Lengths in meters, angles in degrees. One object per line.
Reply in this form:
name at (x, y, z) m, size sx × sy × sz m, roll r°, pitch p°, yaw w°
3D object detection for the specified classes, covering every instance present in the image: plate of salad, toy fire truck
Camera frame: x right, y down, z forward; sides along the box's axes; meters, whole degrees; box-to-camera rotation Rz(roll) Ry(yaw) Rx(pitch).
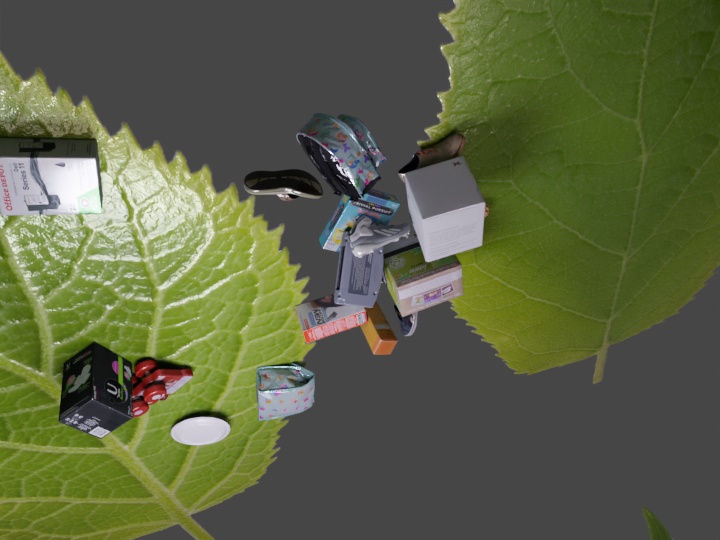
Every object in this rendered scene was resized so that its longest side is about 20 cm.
plate of salad at (-0.556, 0.552, 1.976) m, size 0.199 × 0.048 × 0.201 m, roll -7°, pitch 139°, yaw -6°
toy fire truck at (-0.631, 0.365, 1.739) m, size 0.200 × 0.112 × 0.168 m, roll -40°, pitch 152°, yaw 16°

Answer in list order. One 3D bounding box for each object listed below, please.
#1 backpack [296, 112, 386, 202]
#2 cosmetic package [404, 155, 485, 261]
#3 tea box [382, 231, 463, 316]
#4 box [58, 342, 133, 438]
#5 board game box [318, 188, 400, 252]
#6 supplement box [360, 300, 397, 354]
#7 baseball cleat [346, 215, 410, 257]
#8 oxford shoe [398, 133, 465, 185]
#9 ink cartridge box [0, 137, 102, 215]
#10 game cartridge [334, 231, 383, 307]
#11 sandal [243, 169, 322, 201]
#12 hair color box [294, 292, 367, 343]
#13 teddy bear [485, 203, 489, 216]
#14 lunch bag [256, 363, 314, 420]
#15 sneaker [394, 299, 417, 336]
backpack at (-0.049, -0.283, 1.343) m, size 0.151 × 0.177 × 0.200 m, roll -52°, pitch 129°, yaw -5°
cosmetic package at (0.223, -0.160, 1.503) m, size 0.166 × 0.168 × 0.200 m, roll -16°, pitch 148°, yaw 0°
tea box at (0.175, 0.000, 1.683) m, size 0.199 × 0.197 × 0.134 m, roll -20°, pitch 135°, yaw -6°
box at (-0.735, 0.336, 1.587) m, size 0.124 × 0.200 × 0.149 m, roll -32°, pitch 136°, yaw 9°
board game box at (-0.004, -0.135, 1.586) m, size 0.150 × 0.047 × 0.200 m, roll 12°, pitch 125°, yaw -32°
supplement box at (0.043, 0.169, 1.778) m, size 0.069 × 0.200 × 0.067 m, roll 2°, pitch 129°, yaw -30°
baseball cleat at (0.052, -0.112, 1.550) m, size 0.200 × 0.070 × 0.107 m, roll -29°, pitch 99°, yaw -33°
oxford shoe at (0.188, -0.298, 1.505) m, size 0.200 × 0.071 × 0.075 m, roll -42°, pitch 131°, yaw 16°
ink cartridge box at (-0.664, -0.198, 1.210) m, size 0.199 × 0.083 × 0.147 m, roll -4°, pitch 131°, yaw -20°
game cartridge at (0.000, 0.000, 1.578) m, size 0.133 × 0.041 × 0.201 m, roll 10°, pitch 86°, yaw -35°
sandal at (-0.194, -0.210, 1.424) m, size 0.200 × 0.080 × 0.057 m, roll 2°, pitch 147°, yaw -17°
hair color box at (-0.091, 0.136, 1.752) m, size 0.199 × 0.111 × 0.064 m, roll -18°, pitch 135°, yaw -9°
teddy bear at (0.298, -0.160, 1.681) m, size 0.199 × 0.067 × 0.145 m, roll 20°, pitch 116°, yaw -36°
lunch bag at (-0.252, 0.410, 1.928) m, size 0.199 × 0.122 × 0.171 m, roll -4°, pitch 131°, yaw -13°
sneaker at (0.147, 0.131, 1.878) m, size 0.079 × 0.078 × 0.201 m, roll -5°, pitch 121°, yaw -26°
